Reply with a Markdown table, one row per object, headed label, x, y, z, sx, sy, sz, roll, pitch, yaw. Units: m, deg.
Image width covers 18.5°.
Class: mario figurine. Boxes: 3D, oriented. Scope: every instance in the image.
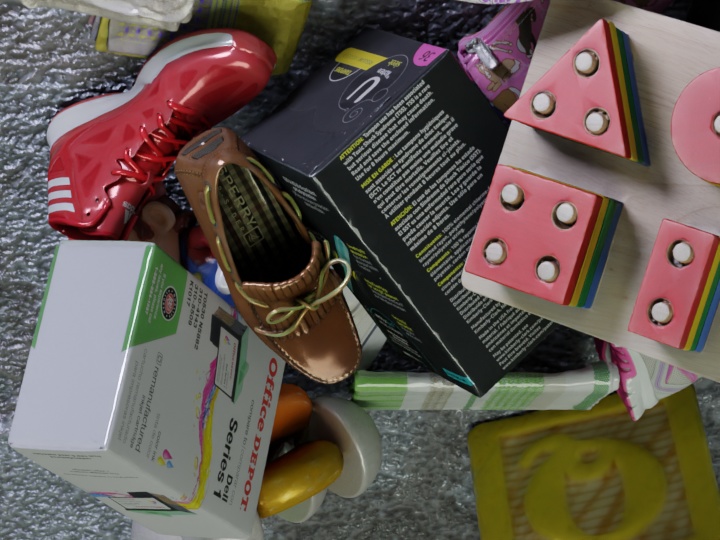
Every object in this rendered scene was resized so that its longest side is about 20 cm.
| label | x | y | z | sx | sy | sz | roll | pitch | yaw |
| --- | --- | --- | --- | --- | --- | --- | --- | --- | --- |
| mario figurine | -0.119 | 0.011 | 1.578 | 0.199 | 0.106 | 0.124 | 22 | 124 | -3 |

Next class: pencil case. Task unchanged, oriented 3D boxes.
| label | x | y | z | sx | sy | sz | roll | pitch | yaw |
| --- | --- | --- | --- | --- | --- | --- | --- | --- | --- |
| pencil case | 0.151 | -0.180 | 1.445 | 0.083 | 0.086 | 0.200 | 49 | 122 | 4 |

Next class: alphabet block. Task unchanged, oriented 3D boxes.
| label | x | y | z | sx | sy | sz | roll | pitch | yaw |
| --- | --- | --- | --- | --- | --- | --- | --- | --- | --- |
| alphabet block | 0.206 | 0.238 | 1.793 | 0.195 | 0.196 | 0.201 | -14 | 135 | 7 |

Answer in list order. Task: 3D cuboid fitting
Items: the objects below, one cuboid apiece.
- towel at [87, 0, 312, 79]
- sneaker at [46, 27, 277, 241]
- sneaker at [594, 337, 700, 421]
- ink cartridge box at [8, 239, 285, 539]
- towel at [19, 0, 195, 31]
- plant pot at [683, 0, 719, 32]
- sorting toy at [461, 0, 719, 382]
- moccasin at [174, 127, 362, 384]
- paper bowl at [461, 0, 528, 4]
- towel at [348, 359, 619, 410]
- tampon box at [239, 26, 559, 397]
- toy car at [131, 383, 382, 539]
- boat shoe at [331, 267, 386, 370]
| label | x | y | z | sx | sy | sz | roll | pitch | yaw |
| --- | --- | --- | --- | --- | --- | --- | --- | --- | --- |
| towel | -0.091 | -0.210 | 1.446 | 0.142 | 0.023 | 0.201 | 11 | 133 | -14 |
| sneaker | -0.135 | -0.076 | 1.488 | 0.199 | 0.116 | 0.078 | -28 | 139 | 36 |
| sneaker | 0.218 | 0.025 | 1.665 | 0.088 | 0.082 | 0.201 | -24 | 142 | -2 |
| ink cartridge box | -0.139 | 0.085 | 1.501 | 0.083 | 0.146 | 0.200 | 1 | 158 | 27 |
| towel | -0.161 | -0.242 | 1.380 | 0.131 | 0.035 | 0.201 | 9 | 131 | 4 |
| plant pot | 0.327 | -0.111 | 1.418 | 0.199 | 0.178 | 0.200 | -14 | 141 | -29 |
| sorting toy | 0.168 | -0.055 | 1.333 | 0.199 | 0.200 | 0.069 | 20 | -175 | 26 |
| moccasin | -0.052 | -0.003 | 1.469 | 0.073 | 0.078 | 0.202 | -29 | 119 | -10 |
| paper bowl | 0.082 | -0.271 | 1.330 | 0.199 | 0.105 | 0.202 | 4 | 129 | 5 |
| towel | 0.091 | 0.086 | 1.702 | 0.198 | 0.031 | 0.149 | 0 | 170 | -3 |
| tampon box | 0.041 | -0.043 | 1.474 | 0.126 | 0.150 | 0.200 | -42 | 114 | -9 |
| toy car | -0.098 | 0.143 | 1.709 | 0.174 | 0.151 | 0.200 | -29 | 178 | -34 |
| boat shoe | 0.000 | 0.000 | 1.631 | 0.069 | 0.071 | 0.200 | 10 | 139 | -18 |
